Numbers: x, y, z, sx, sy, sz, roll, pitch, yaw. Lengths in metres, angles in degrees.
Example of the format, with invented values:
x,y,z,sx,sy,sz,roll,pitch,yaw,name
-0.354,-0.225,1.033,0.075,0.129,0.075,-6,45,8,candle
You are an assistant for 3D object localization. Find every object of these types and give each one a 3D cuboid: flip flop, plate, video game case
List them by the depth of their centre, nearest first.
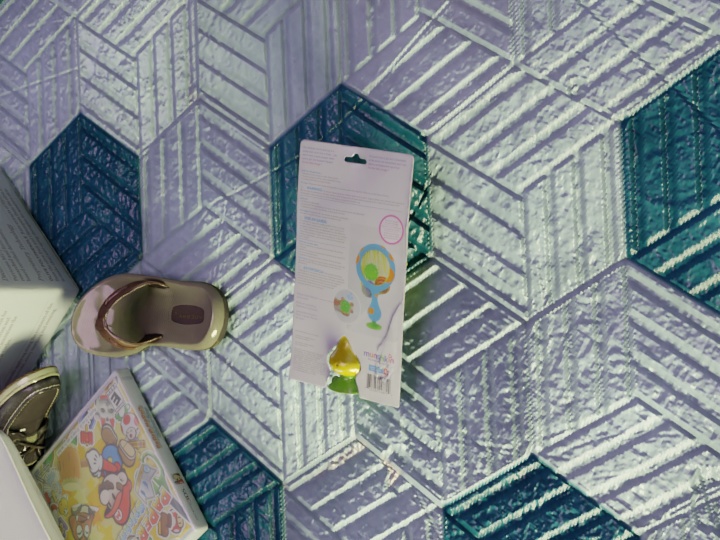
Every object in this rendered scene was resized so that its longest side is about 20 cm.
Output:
x,y,z,sx,sy,sz,roll,pitch,yaw,name
-0.208,0.044,1.210,0.198,0.057,0.083,0,91,38,flip flop
-0.249,0.230,1.266,0.200,0.023,0.183,-46,64,29,video game case
-0.366,0.260,1.301,0.198,0.032,0.202,-20,98,42,plate

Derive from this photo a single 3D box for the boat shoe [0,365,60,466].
x,y,z,sx,sy,sz,roll,pitch,yaw,name
-0.354,0.173,1.325,0.065,0.073,0.200,55,131,18,boat shoe

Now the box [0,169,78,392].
x,y,z,sx,sy,sz,roll,pitch,yaw,name
-0.438,0.024,1.321,0.201,0.170,0.200,50,118,26,box

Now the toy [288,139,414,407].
x,y,z,sx,sy,sz,roll,pitch,yaw,name
0.000,0.000,1.051,0.114,0.047,0.204,11,101,35,toy
